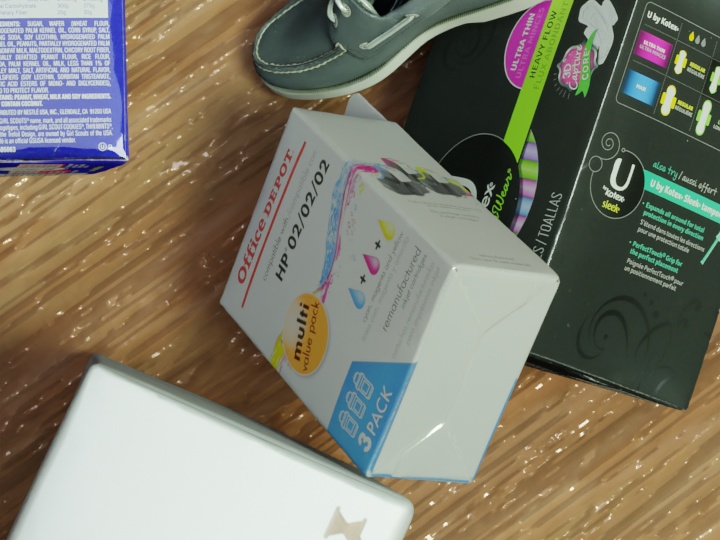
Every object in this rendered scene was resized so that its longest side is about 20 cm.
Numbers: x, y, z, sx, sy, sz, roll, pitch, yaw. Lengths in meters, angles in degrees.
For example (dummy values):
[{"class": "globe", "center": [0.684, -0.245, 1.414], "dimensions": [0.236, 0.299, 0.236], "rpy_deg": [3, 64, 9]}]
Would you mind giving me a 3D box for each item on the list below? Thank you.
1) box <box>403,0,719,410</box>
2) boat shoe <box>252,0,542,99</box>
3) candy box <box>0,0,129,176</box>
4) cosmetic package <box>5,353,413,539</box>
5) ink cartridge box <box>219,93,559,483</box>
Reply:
[{"class": "box", "center": [0.109, -0.050, 1.173], "dimensions": [0.124, 0.148, 0.200], "rpy_deg": [20, 87, -36]}, {"class": "boat shoe", "center": [0.014, -0.145, 1.167], "dimensions": [0.062, 0.200, 0.073], "rpy_deg": [29, 53, -43]}, {"class": "candy box", "center": [-0.159, -0.149, 1.138], "dimensions": [0.077, 0.169, 0.201], "rpy_deg": [-1, 90, -12]}, {"class": "cosmetic package", "center": [-0.090, 0.148, 1.132], "dimensions": [0.166, 0.200, 0.168], "rpy_deg": [25, 86, -6]}, {"class": "ink cartridge box", "center": [0.000, 0.000, 1.123], "dimensions": [0.068, 0.200, 0.115], "rpy_deg": [6, 116, -35]}]
